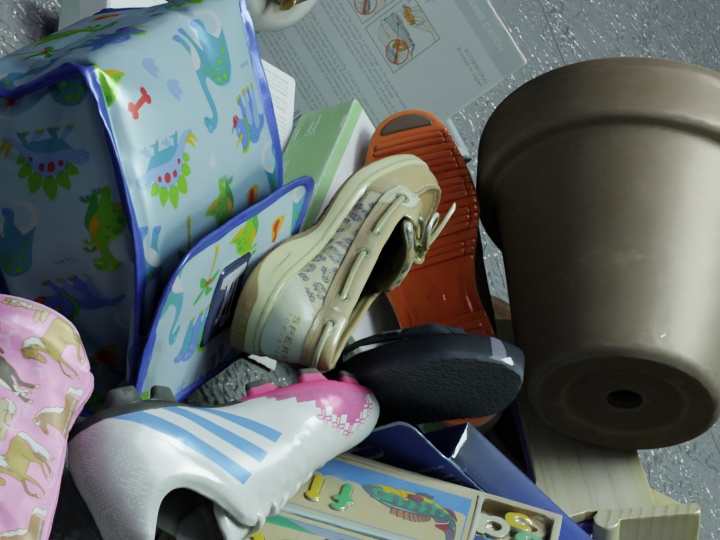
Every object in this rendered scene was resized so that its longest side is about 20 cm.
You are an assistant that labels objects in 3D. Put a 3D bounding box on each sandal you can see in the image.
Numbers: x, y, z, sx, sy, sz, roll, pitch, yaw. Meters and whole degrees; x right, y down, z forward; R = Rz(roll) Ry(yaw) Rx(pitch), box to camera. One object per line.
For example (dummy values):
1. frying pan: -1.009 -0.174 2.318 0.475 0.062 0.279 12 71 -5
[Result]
1. sandal: 0.017 0.055 1.358 0.076 0.200 0.043 22 68 -27

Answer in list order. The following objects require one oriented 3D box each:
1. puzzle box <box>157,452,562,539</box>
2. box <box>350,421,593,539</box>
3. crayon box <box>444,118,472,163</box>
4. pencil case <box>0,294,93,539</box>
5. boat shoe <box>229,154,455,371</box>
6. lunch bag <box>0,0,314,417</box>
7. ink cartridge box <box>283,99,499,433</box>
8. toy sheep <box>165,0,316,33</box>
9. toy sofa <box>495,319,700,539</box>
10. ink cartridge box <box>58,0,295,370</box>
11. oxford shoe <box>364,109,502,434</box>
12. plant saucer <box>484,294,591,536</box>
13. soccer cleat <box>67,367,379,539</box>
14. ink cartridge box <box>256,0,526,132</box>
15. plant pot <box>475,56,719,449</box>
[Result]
1. puzzle box: 0.000 0.144 1.286 0.199 0.026 0.133 16 31 3
2. box: 0.061 0.146 1.402 0.200 0.121 0.033 43 56 -22
3. crayon box: -0.014 -0.151 1.697 0.127 0.051 0.201 3 57 -58
4. pencil case: -0.173 0.095 1.118 0.086 0.083 0.201 40 29 -24
5. boat shoe: 0.000 0.000 1.375 0.062 0.074 0.200 25 38 17
6. lunch bag: -0.113 -0.030 1.311 0.170 0.127 0.201 -36 117 -57
7. ink cartridge box: 0.012 0.017 1.517 0.200 0.048 0.146 57 34 -29
8. toy sheep: -0.090 -0.208 1.517 0.199 0.139 0.138 20 4 37
9. toy sofa: 0.135 0.114 1.506 0.201 0.097 0.083 -103 -170 -51
10. ink cartridge box: -0.110 -0.054 1.456 0.161 0.050 0.201 29 55 -41
11. oxford shoe: 0.043 0.004 1.486 0.073 0.071 0.201 66 14 -72
12. plant saucer: 0.101 0.089 1.629 0.200 0.034 0.201 38 31 -28
13. soccer cleat: -0.063 0.102 1.254 0.199 0.070 0.087 -3 68 -45
14. ink cartridge box: -0.009 -0.163 1.580 0.201 0.173 0.044 58 19 7
15. plant pot: 0.159 0.005 1.454 0.200 0.200 0.175 34 49 -35
